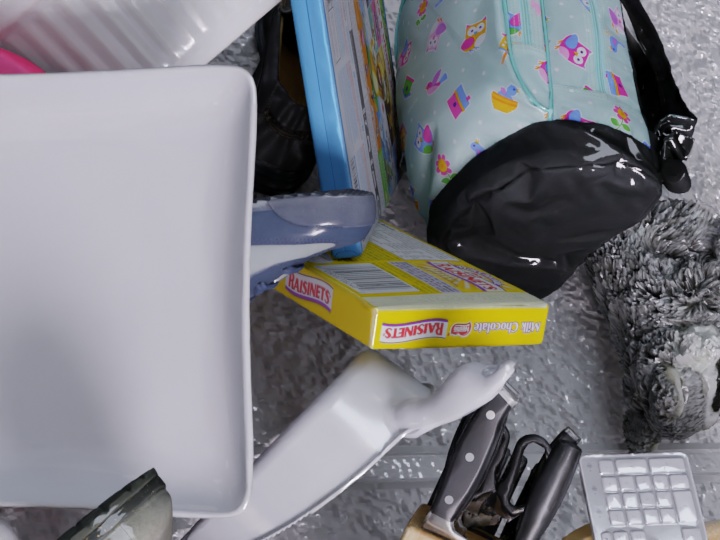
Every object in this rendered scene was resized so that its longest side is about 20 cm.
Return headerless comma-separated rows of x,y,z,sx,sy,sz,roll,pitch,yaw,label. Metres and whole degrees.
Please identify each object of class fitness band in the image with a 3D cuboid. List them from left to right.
-0.177,-0.016,0.902,0.200,0.144,0.037,54,13,11,fitness band

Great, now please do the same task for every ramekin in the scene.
-0.114,-0.143,0.993,0.094,0.202,0.202,50,48,-9,ramekin

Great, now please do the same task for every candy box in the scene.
0.000,0.000,0.981,0.102,0.026,0.200,2,15,-31,candy box

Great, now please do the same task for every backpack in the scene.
0.093,-0.102,1.071,0.127,0.167,0.200,21,51,-32,backpack

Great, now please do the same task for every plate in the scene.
-0.139,0.009,0.857,0.199,0.032,0.200,0,87,16,plate

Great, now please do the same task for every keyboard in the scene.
0.143,0.175,0.848,0.056,0.011,0.200,-3,61,-10,keyboard

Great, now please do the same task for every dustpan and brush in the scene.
0.004,0.076,0.900,0.057,0.200,0.140,44,47,2,dustpan and brush

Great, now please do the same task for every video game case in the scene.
-0.003,-0.101,1.020,0.200,0.018,0.143,-62,145,-72,video game case

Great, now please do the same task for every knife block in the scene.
0.039,0.156,0.878,0.064,0.176,0.200,24,49,7,knife block

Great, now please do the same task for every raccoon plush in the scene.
0.147,0.024,1.123,0.200,0.097,0.134,23,59,25,raccoon plush

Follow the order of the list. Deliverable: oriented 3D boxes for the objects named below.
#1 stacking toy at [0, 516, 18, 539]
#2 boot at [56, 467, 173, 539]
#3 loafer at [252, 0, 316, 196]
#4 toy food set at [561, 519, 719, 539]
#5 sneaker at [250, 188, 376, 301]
-0.188,0.169,0.794,0.146,0.146,0.200,33,33,-7,stacking toy
-0.078,0.168,0.797,0.068,0.200,0.131,-37,77,-24,boot
-0.024,-0.134,1.112,0.073,0.072,0.200,23,50,-14,loafer
0.156,0.216,0.930,0.200,0.049,0.198,1,102,-34,toy food set
-0.080,0.013,0.925,0.070,0.200,0.082,-2,78,-71,sneaker
